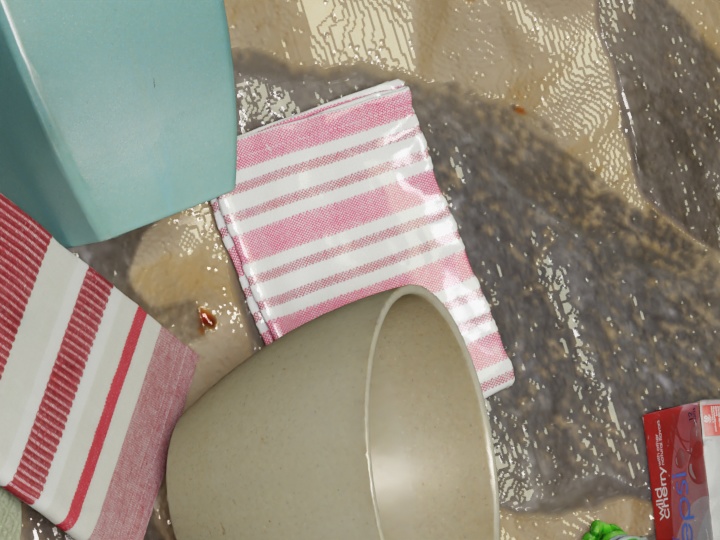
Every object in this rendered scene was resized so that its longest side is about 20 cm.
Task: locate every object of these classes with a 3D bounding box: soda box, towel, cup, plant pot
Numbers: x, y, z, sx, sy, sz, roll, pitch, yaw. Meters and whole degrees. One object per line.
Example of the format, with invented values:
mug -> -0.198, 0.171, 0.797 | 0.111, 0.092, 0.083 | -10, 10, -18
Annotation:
soda box -> 0.225, 0.180, 1.807 | 0.063, 0.070, 0.201 | -1, 81, -26
towel -> 0.000, 0.000, 1.754 | 0.146, 0.030, 0.201 | -21, 90, -27
cup -> -0.022, 0.118, 1.639 | 0.200, 0.143, 0.201 | -10, 90, -69
plant pot -> -0.156, -0.120, 1.644 | 0.141, 0.141, 0.201 | -22, 97, -28
towel -> -0.175, 0.056, 1.610 | 0.200, 0.023, 0.145 | 42, 49, -34

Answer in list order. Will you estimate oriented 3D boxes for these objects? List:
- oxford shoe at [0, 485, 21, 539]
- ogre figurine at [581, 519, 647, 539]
oxford shoe -> -0.217, 0.161, 1.589 | 0.075, 0.058, 0.201 | -3, 88, -58
ogre figurine -> 0.147, 0.244, 1.728 | 0.098, 0.120, 0.200 | 41, 66, -14
